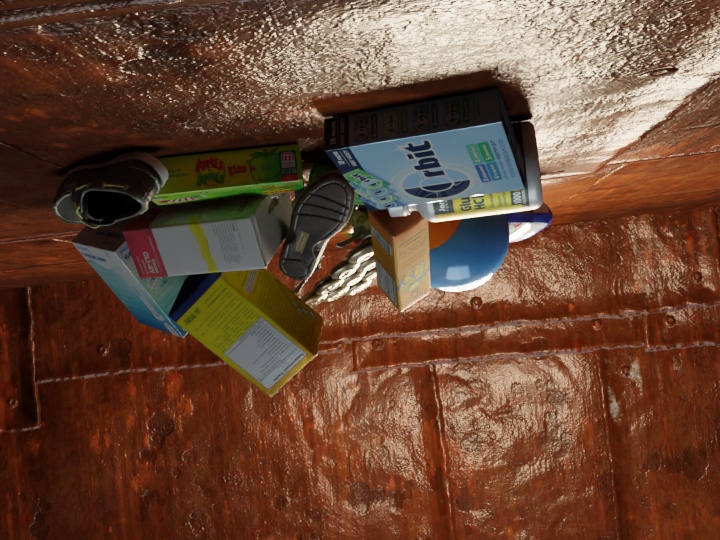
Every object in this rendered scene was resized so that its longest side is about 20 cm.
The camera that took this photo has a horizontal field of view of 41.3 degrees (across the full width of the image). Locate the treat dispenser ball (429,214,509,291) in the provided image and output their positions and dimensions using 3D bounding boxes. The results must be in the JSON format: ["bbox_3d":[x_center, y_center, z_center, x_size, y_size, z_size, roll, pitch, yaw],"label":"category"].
[{"bbox_3d":[0.170,-0.064,1.724,0.198,0.204,0.201,-6,178,0],"label":"treat dispenser ball"}]

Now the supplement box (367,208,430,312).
[{"bbox_3d":[0.059,-0.027,1.368,0.066,0.069,0.201,-33,151,-15],"label":"supplement box"}]

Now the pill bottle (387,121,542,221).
[{"bbox_3d":[0.131,-0.124,1.233,0.197,0.114,0.112,-7,178,10],"label":"pill bottle"}]

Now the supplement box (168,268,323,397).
[{"bbox_3d":[-0.165,0.069,1.410,0.109,0.200,0.110,-41,-162,23],"label":"supplement box"}]

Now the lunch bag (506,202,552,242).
[{"bbox_3d":[0.257,-0.109,1.889,0.169,0.126,0.198,-3,-176,-44],"label":"lunch bag"}]

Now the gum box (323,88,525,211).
[{"bbox_3d":[0.078,-0.133,1.097,0.197,0.045,0.170,-8,158,16],"label":"gum box"}]

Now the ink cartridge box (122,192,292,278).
[{"bbox_3d":[-0.208,-0.063,1.340,0.197,0.084,0.146,-5,-152,18],"label":"ink cartridge box"}]

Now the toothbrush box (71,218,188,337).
[{"bbox_3d":[-0.356,0.003,1.564,0.145,0.201,0.086,11,-127,47],"label":"toothbrush box"}]

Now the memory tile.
[{"bbox_3d":[0.000,0.000,1.479,0.152,0.017,0.200,-16,161,-43],"label":"memory tile"}]

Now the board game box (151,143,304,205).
[{"bbox_3d":[-0.173,-0.122,1.231,0.197,0.048,0.102,-6,178,-3],"label":"board game box"}]

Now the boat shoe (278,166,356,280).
[{"bbox_3d":[-0.059,-0.077,1.315,0.074,0.075,0.203,29,133,-8],"label":"boat shoe"}]

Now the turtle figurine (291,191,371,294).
[{"bbox_3d":[-0.018,-0.039,1.490,0.192,0.145,0.201,5,-143,-31],"label":"turtle figurine"}]

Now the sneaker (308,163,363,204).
[{"bbox_3d":[-0.029,-0.121,1.352,0.082,0.075,0.200,-10,179,-15],"label":"sneaker"}]

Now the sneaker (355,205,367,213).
[{"bbox_3d":[0.049,-0.129,1.564,0.197,0.073,0.072,8,157,-9],"label":"sneaker"}]

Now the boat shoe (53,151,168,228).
[{"bbox_3d":[-0.317,-0.089,1.164,0.200,0.061,0.072,-13,134,39],"label":"boat shoe"}]
